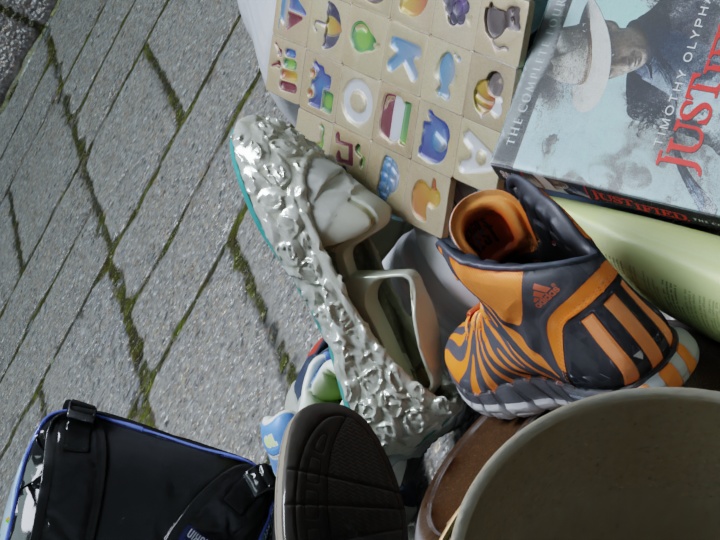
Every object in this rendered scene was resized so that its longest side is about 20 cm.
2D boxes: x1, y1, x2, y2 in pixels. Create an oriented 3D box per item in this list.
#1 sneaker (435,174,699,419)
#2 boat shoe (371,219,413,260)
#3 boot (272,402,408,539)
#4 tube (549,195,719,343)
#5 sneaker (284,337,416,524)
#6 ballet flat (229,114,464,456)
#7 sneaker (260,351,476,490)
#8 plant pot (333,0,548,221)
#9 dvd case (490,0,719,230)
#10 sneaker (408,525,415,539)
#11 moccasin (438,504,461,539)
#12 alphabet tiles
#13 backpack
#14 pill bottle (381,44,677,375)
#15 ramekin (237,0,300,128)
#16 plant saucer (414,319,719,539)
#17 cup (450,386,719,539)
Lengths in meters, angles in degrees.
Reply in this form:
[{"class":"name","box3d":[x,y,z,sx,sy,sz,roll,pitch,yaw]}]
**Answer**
[{"class":"sneaker","box3d":[0.076,0.009,0.857,0.078,0.112,0.200,-44,14,-19]},{"class":"boat shoe","box3d":[0.037,-0.059,1.196,0.200,0.071,0.063,-53,13,37]},{"class":"boot","box3d":[-0.036,0.183,0.912,0.150,0.073,0.202,-40,53,50]},{"class":"tube","box3d":[0.160,0.005,0.829,0.200,0.052,0.059,24,126,56]},{"class":"sneaker","box3d":[0.000,0.087,1.127,0.085,0.074,0.200,-64,21,12]},{"class":"ballet flat","box3d":[0.000,0.000,0.961,0.071,0.202,0.072,-25,2,1]},{"class":"sneaker","box3d":[0.019,0.066,1.034,0.075,0.077,0.200,-24,16,46]},{"class":"plant pot","box3d":[0.052,-0.146,1.046,0.200,0.134,0.201,-37,-14,-11]},{"class":"dvd case","box3d":[0.173,-0.091,0.840,0.198,0.022,0.147,15,78,29]},{"class":"sneaker","box3d":[-0.027,0.190,1.070,0.200,0.084,0.073,-42,33,46]},{"class":"moccasin","box3d":[0.026,0.185,0.774,0.078,0.073,0.203,41,114,53]},{"class":"alphabet tiles","box3d":[0.015,-0.117,0.954,0.199,0.006,0.168,29,117,45]},{"class":"backpack","box3d":[-0.160,0.211,1.232,0.147,0.181,0.202,109,179,-79]},{"class":"pill bottle","box3d":[0.098,-0.036,0.977,0.200,0.119,0.120,-49,26,34]},{"class":"ramekin","box3d":[0.019,-0.170,1.205,0.201,0.199,0.098,-50,34,32]},{"class":"plant saucer","box3d":[0.097,0.087,0.861,0.200,0.032,0.200,-38,15,12]},{"class":"cup","box3d":[0.118,0.165,0.669,0.144,0.198,0.202,101,174,-46]}]
